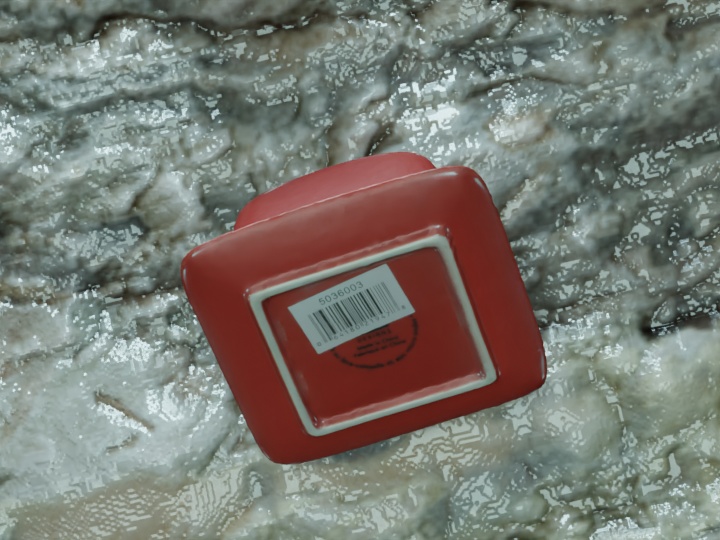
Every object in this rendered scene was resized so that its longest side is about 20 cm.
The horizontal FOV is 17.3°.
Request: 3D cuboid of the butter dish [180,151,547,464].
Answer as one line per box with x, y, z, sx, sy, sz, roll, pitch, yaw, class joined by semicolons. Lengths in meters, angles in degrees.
0.000;0.000;1.530;0.200;0.148;0.200;-17;128;6;butter dish
